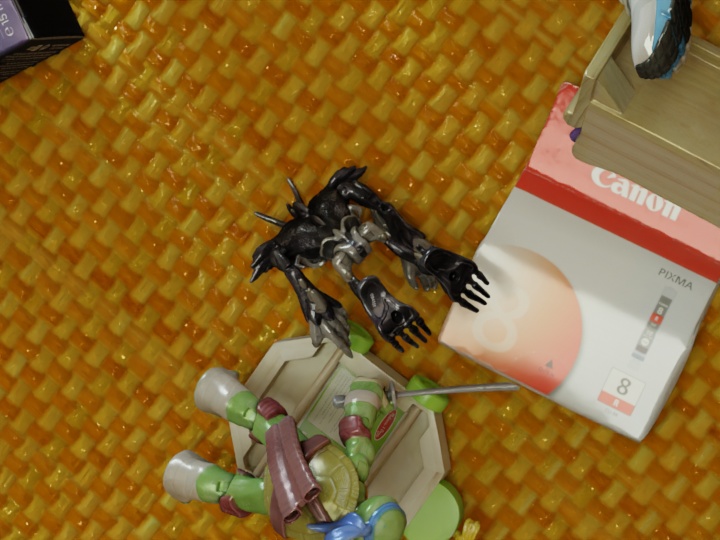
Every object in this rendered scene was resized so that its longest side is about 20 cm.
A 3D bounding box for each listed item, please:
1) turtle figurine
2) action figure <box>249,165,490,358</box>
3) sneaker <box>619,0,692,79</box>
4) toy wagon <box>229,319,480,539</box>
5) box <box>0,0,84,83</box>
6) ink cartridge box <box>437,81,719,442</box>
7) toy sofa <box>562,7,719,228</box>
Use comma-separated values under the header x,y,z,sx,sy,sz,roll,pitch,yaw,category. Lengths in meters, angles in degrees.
x,y,z,sx,sy,sz,roll,pitch,yaw,category
-0.023,0.146,1.588,0.193,0.200,0.145,22,125,31,turtle figurine
0.000,0.000,1.583,0.119,0.200,0.102,-40,122,-12,action figure
0.175,-0.208,1.504,0.086,0.075,0.201,-2,58,12,sneaker
0.001,0.137,1.639,0.200,0.040,0.155,37,104,8,toy wagon
-0.327,-0.190,1.659,0.199,0.104,0.148,-26,89,16,box
0.166,-0.005,1.574,0.162,0.050,0.201,26,105,11,ink cartridge box
0.241,-0.091,1.531,0.199,0.098,0.083,28,64,11,toy sofa
